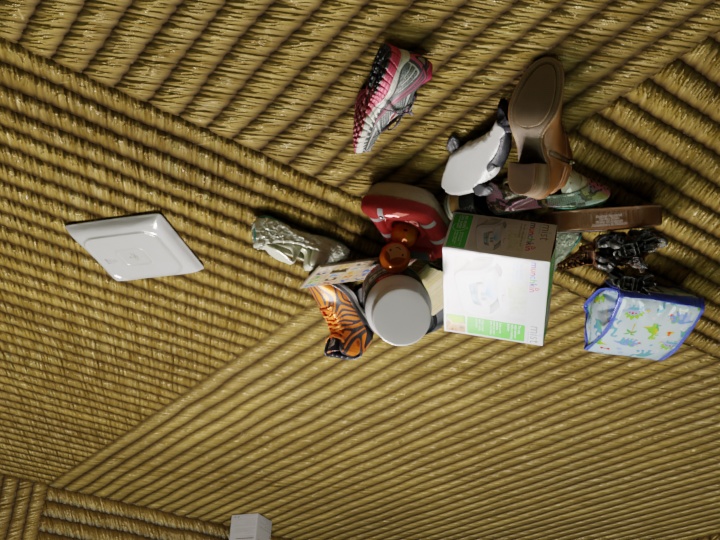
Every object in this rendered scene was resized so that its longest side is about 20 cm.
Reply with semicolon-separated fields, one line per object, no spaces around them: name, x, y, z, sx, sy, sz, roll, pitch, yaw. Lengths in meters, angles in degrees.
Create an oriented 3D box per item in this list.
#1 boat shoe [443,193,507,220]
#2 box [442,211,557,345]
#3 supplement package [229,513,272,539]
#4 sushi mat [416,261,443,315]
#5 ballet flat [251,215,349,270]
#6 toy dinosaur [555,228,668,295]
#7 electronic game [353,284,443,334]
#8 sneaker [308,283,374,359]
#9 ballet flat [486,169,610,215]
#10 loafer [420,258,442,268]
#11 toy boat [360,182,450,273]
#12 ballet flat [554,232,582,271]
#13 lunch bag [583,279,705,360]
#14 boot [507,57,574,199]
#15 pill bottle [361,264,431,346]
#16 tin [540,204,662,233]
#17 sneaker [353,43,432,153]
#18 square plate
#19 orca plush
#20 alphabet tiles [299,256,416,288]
boat shoe;0.224;-0.076;1.620;0.062;0.075;0.200;-16;140;40
box;0.232;0.014;1.580;0.175;0.097;0.201;9;136;14
supplement package;-0.389;0.966;3.318;0.109;0.201;0.114;-10;148;21
sushi mat;0.130;0.037;1.760;0.095;0.012;0.200;22;156;-10
ballet flat;-0.111;-0.036;1.711;0.199;0.072;0.072;20;146;-27
toy dinosaur;0.423;-0.022;1.571;0.199;0.136;0.103;-32;115;-6
electronic game;0.078;0.077;1.922;0.198;0.042;0.201;8;146;5
sneaker;-0.047;0.102;1.872;0.077;0.112;0.200;-11;132;47
ballet flat;0.301;-0.134;1.534;0.198;0.069;0.072;-5;123;12
loafer;0.187;-0.014;1.732;0.199;0.070;0.070;23;-174;-6
toy boat;0.070;-0.057;1.587;0.130;0.131;0.200;8;155;30
ballet flat;0.313;-0.013;1.679;0.071;0.072;0.201;19;114;-26
lunch bag;0.537;0.085;1.816;0.169;0.128;0.200;6;159;-5
boot;0.273;-0.205;1.382;0.073;0.201;0.154;20;-163;30
pill bottle;0.062;0.056;1.617;0.113;0.115;0.200;5;-170;-4
tin;0.399;-0.084;1.569;0.198;0.042;0.112;-4;176;1
sneaker;0.038;-0.234;1.361;0.074;0.081;0.200;10;149;-16
square plate;-0.424;-0.035;1.789;0.197;0.029;0.200;-7;148;15
orca plush;0.195;-0.190;1.467;0.105;0.071;0.201;43;143;20
alphabet tiles;0.000;0.000;1.750;0.199;0.008;0.167;-8;168;-18
